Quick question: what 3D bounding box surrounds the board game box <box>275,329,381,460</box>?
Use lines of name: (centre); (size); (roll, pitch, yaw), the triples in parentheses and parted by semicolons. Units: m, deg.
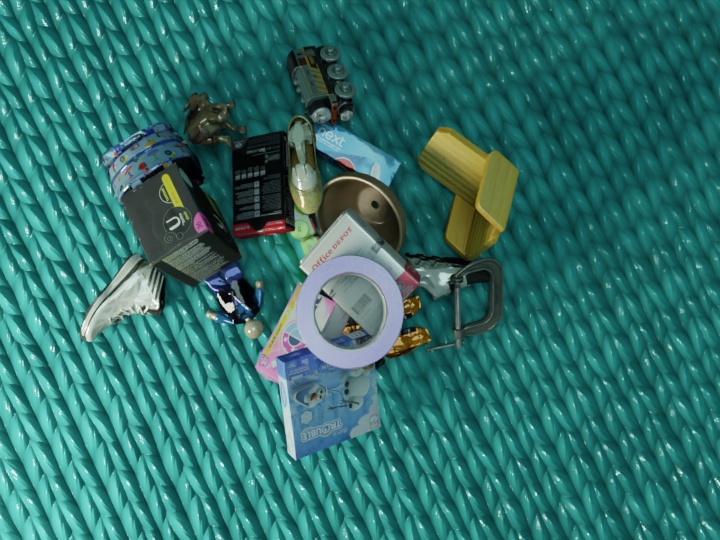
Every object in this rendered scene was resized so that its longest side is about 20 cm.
board game box: (-0.058, 0.239, 1.464); (0.197, 0.043, 0.203); (-15, 109, -29)

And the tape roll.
tape roll: (-0.020, 0.075, 1.380); (0.195, 0.066, 0.205); (0, 89, -4)

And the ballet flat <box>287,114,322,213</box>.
ballet flat: (-0.115, -0.215, 1.488); (0.069, 0.071, 0.204); (-4, 74, -5)

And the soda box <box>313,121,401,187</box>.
soda box: (-0.016, -0.240, 1.574); (0.197, 0.064, 0.069); (30, 84, -1)

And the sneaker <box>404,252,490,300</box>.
sneaker: (0.181, 0.020, 1.575); (0.195, 0.074, 0.090); (7, 103, -5)

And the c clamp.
c clamp: (0.222, 0.071, 1.548); (0.167, 0.027, 0.204); (-7, 116, -15)

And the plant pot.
plant pot: (0.013, -0.115, 1.533); (0.200, 0.201, 0.093); (42, 41, 0)

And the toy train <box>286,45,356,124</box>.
toy train: (-0.080, -0.381, 1.545); (0.112, 0.086, 0.203); (-12, 60, -13)

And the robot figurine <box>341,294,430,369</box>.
robot figurine: (0.038, 0.128, 1.551); (0.196, 0.058, 0.148); (-16, 88, -4)

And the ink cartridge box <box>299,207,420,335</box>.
ink cartridge box: (0.000, 0.000, 1.465); (0.200, 0.085, 0.146); (43, 103, -3)

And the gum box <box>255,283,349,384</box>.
gum box: (-0.116, 0.144, 1.508); (0.112, 0.066, 0.203); (23, 83, 37)

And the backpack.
backpack: (-0.412, -0.204, 1.471); (0.181, 0.200, 0.136); (-32, 89, -5)

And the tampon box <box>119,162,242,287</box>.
tampon box: (-0.335, -0.079, 1.431); (0.125, 0.200, 0.152); (-31, 74, 1)

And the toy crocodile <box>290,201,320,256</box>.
toy crocodile: (-0.103, -0.054, 1.551); (0.061, 0.067, 0.204); (-20, 90, -6)

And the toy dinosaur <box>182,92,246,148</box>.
toy dinosaur: (-0.313, -0.291, 1.510); (0.132, 0.201, 0.087); (-4, 119, 10)

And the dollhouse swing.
dollhouse swing: (0.190, -0.150, 1.500); (0.173, 0.200, 0.185); (20, 71, -8)

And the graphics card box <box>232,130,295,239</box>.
graphics card box: (-0.198, -0.172, 1.528); (0.123, 0.051, 0.205); (-8, 80, 22)

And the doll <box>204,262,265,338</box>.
doll: (-0.263, 0.052, 1.539); (0.135, 0.048, 0.202); (-35, 87, 1)

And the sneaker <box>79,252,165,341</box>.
sneaker: (-0.465, 0.077, 1.507); (0.114, 0.076, 0.202); (35, 81, 1)
